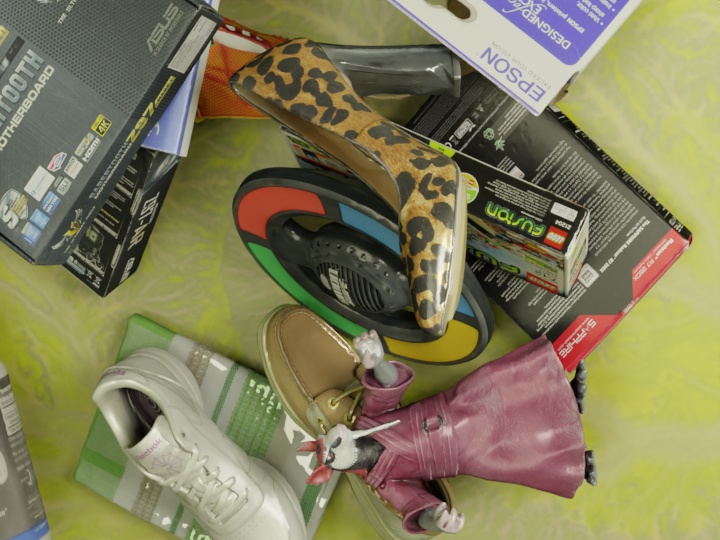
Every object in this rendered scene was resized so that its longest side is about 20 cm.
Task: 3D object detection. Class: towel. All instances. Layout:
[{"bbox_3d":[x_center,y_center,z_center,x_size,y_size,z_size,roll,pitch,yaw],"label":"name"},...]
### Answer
[{"bbox_3d":[-0.111,0.138,1.155,0.199,0.031,0.150,27,103,14],"label":"towel"}]

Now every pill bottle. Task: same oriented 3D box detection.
[{"bbox_3d":[-0.317,0.132,1.167,0.113,0.114,0.202,-13,95,18],"label":"pill bottle"}]

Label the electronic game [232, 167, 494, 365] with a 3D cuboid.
[{"bbox_3d":[0.000,0.000,1.026,0.199,0.200,0.042,27,66,11],"label":"electronic game"}]

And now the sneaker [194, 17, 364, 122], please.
[{"bbox_3d":[-0.083,-0.134,1.083,0.199,0.073,0.078,25,109,23],"label":"sneaker"}]

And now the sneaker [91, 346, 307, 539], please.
[{"bbox_3d":[-0.122,0.147,1.092,0.075,0.100,0.200,-45,83,15],"label":"sneaker"}]

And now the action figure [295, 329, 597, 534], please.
[{"bbox_3d":[0.054,0.104,1.018,0.198,0.149,0.135,-9,85,3],"label":"action figure"}]

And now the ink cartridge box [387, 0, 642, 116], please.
[{"bbox_3d":[0.088,-0.214,0.956,0.198,0.043,0.200,39,68,7],"label":"ink cartridge box"}]

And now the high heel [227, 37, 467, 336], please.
[{"bbox_3d":[-0.009,-0.049,0.885,0.141,0.072,0.202,-1,60,1],"label":"high heel"}]

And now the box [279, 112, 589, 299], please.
[{"bbox_3d":[0.051,-0.049,0.976,0.199,0.110,0.035,25,80,14],"label":"box"}]

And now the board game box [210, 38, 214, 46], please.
[{"bbox_3d":[-0.187,-0.188,1.084,0.199,0.023,0.106,-12,86,40],"label":"board game box"}]

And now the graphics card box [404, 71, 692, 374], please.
[{"bbox_3d":[0.114,-0.044,1.042,0.200,0.051,0.126,43,108,6],"label":"graphics card box"}]

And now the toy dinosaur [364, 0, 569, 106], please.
[{"bbox_3d":[0.092,-0.150,0.997,0.101,0.058,0.200,40,77,17],"label":"toy dinosaur"}]

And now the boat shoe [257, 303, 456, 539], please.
[{"bbox_3d":[0.004,0.105,1.078,0.201,0.074,0.066,53,150,-5],"label":"boat shoe"}]

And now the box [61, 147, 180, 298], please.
[{"bbox_3d":[-0.232,-0.097,1.106,0.199,0.044,0.161,37,135,9],"label":"box"}]

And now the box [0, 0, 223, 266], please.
[{"bbox_3d":[-0.207,-0.129,0.981,0.157,0.051,0.201,37,98,12],"label":"box"}]

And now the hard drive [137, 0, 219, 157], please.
[{"bbox_3d":[-0.157,-0.189,1.009,0.131,0.025,0.202,13,93,13],"label":"hard drive"}]
